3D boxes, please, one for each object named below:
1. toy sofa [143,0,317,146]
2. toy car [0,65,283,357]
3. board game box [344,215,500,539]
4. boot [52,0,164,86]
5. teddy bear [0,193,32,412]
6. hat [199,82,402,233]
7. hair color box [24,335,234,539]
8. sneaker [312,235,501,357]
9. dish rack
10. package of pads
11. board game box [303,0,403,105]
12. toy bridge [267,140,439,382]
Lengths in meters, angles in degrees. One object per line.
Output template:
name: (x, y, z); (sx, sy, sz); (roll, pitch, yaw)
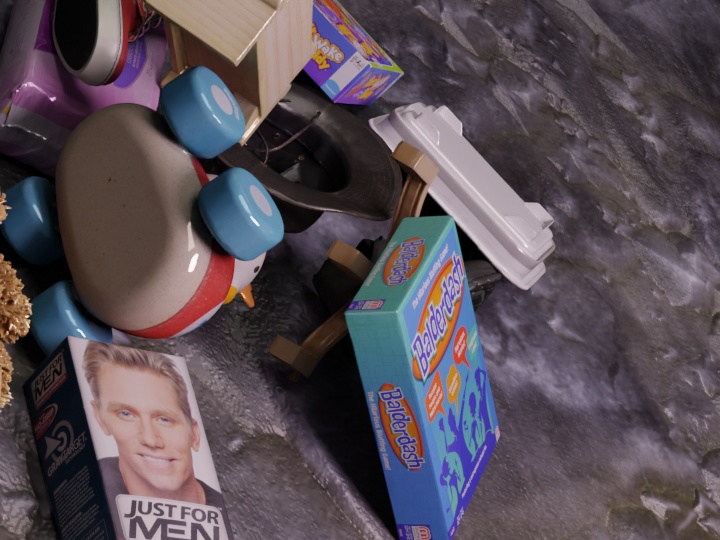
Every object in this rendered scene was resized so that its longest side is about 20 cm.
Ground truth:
toy sofa: (-0.092, -0.176, 1.556); (0.083, 0.098, 0.200); (35, -12, 7)
toy car: (-0.121, -0.015, 1.542); (0.200, 0.184, 0.177); (32, 31, -55)
board game box: (0.050, 0.081, 1.610); (0.152, 0.045, 0.200); (-58, 140, -55)
boot: (-0.158, -0.196, 1.626); (0.144, 0.072, 0.200); (23, 36, -28)
teddy bear: (-0.283, 0.011, 1.426); (0.145, 0.067, 0.200); (-4, 63, -38)
hat: (-0.070, -0.081, 1.709); (0.201, 0.081, 0.201); (25, 29, -15)
hair color box: (-0.149, 0.145, 1.417); (0.100, 0.061, 0.200); (13, 45, -39)
sneaker: (0.041, 0.008, 1.757); (0.200, 0.076, 0.091); (-10, 55, -53)
dish rack: (0.099, -0.076, 1.886); (0.200, 0.044, 0.172); (46, 15, 3)
package of pads: (-0.217, -0.152, 1.646); (0.120, 0.076, 0.200); (30, 36, -22)
board game box: (-0.036, -0.207, 1.854); (0.134, 0.045, 0.200); (47, 9, 3)
toy bridge: (0.000, 0.000, 1.647); (0.027, 0.200, 0.067); (28, -8, 33)
